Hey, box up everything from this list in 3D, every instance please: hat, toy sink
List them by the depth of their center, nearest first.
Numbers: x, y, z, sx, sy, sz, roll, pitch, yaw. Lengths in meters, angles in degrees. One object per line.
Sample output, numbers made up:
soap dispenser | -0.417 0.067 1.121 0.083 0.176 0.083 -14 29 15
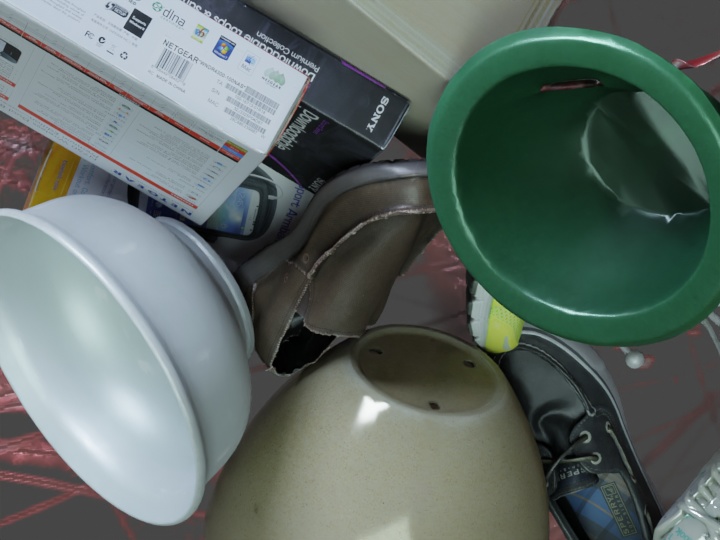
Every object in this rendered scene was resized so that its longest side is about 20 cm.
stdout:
hat | 0.160 -0.070 1.502 0.199 0.176 0.166 5 115 31
toy sink | 0.032 -0.149 1.535 0.200 0.130 0.112 37 76 -26

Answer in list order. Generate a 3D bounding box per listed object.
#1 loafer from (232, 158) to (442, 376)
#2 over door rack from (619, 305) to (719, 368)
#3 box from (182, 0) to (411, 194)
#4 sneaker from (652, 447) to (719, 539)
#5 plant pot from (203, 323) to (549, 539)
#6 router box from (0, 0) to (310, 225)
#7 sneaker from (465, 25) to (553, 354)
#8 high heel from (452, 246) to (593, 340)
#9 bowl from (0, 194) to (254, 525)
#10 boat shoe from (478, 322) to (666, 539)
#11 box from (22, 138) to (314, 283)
loafer | 0.000 0.000 1.607 0.073 0.071 0.200 -4 158 -31
over door rack | 0.228 0.005 1.642 0.199 0.067 0.148 -10 154 11
box | -0.080 -0.111 1.581 0.199 0.143 0.036 29 76 -6
sneaker | 0.217 0.137 1.703 0.080 0.070 0.201 -15 142 -35
plant pot | 0.022 0.110 1.683 0.199 0.201 0.135 13 119 -4
router box | -0.140 -0.109 1.533 0.199 0.049 0.179 30 164 -7
sneaker | 0.112 -0.034 1.657 0.090 0.078 0.201 12 121 -6
high heel | 0.149 -0.044 1.579 0.199 0.143 0.072 -26 124 -15
bowl | -0.122 0.034 1.639 0.201 0.090 0.202 38 147 31
boat shoe | 0.127 0.115 1.753 0.070 0.066 0.200 -19 119 15
box | -0.086 -0.032 1.695 0.199 0.042 0.119 19 121 -11
